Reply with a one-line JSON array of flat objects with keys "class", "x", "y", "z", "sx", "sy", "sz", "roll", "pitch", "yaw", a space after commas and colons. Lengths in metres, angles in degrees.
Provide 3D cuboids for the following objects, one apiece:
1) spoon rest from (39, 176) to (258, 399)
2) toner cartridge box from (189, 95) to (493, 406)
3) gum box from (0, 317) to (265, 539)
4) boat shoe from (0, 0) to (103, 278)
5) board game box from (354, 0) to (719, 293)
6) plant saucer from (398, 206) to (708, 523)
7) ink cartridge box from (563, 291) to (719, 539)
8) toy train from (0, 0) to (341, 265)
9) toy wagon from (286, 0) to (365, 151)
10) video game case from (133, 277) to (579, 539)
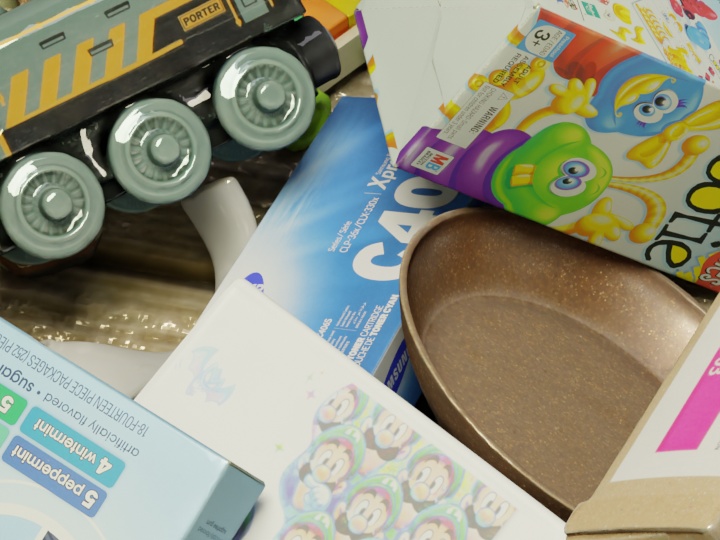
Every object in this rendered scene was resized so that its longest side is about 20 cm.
[{"class": "spoon rest", "x": -0.107, "y": 0.040, "z": 1.118, "sx": 0.061, "sy": 0.099, "sz": 0.200, "roll": 53, "pitch": 54, "yaw": -14}, {"class": "toner cartridge box", "x": 0.000, "y": 0.000, "z": 1.143, "sx": 0.095, "sy": 0.043, "sz": 0.200, "roll": 4, "pitch": 41, "yaw": 25}, {"class": "gum box", "x": -0.161, "y": 0.123, "z": 1.008, "sx": 0.170, "sy": 0.045, "sz": 0.200, "roll": 30, "pitch": 85, "yaw": 24}, {"class": "boat shoe", "x": -0.175, "y": -0.094, "z": 1.204, "sx": 0.075, "sy": 0.074, "sz": 0.201, "roll": -21, "pitch": 71, "yaw": 2}, {"class": "board game box", "x": 0.113, "y": -0.081, "z": 1.132, "sx": 0.200, "sy": 0.103, "sz": 0.105, "roll": 20, "pitch": 39, "yaw": -30}, {"class": "plant saucer", "x": 0.095, "y": 0.055, "z": 1.078, "sx": 0.200, "sy": 0.037, "sz": 0.201, "roll": 25, "pitch": 33, "yaw": -17}, {"class": "ink cartridge box", "x": 0.188, "y": 0.089, "z": 1.004, "sx": 0.075, "sy": 0.165, "sz": 0.200, "roll": -9, "pitch": 35, "yaw": 47}, {"class": "toy train", "x": -0.108, "y": -0.081, "z": 1.136, "sx": 0.200, "sy": 0.085, "sz": 0.114, "roll": -28, "pitch": 95, "yaw": -15}, {"class": "toy wagon", "x": -0.069, "y": -0.118, "z": 1.275, "sx": 0.200, "sy": 0.040, "sz": 0.155, "roll": -37, "pitch": 57, "yaw": -27}, {"class": "video game case", "x": -0.039, "y": 0.122, "z": 1.007, "sx": 0.200, "sy": 0.024, "sz": 0.182, "roll": 36, "pitch": 84, "yaw": 35}]
